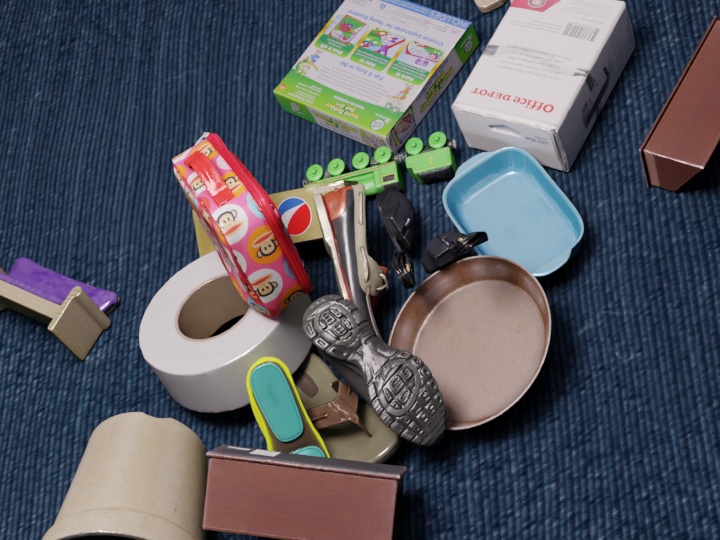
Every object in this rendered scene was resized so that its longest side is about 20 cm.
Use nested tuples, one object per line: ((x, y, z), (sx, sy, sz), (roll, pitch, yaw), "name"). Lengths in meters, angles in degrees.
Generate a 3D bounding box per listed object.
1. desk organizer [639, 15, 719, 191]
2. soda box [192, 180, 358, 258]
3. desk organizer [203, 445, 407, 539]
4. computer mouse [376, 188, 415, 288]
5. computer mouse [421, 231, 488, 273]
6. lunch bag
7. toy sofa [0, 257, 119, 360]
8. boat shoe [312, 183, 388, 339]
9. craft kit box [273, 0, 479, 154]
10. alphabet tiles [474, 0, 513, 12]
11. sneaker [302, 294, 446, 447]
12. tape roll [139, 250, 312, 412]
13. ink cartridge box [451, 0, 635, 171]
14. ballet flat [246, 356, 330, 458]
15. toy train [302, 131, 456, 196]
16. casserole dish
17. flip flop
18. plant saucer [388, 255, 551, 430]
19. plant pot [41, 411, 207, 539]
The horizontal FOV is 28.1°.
((0.395, -0.181, 1.616), (0.076, 0.072, 0.201), (21, 67, 30), "desk organizer")
((-0.098, -0.060, 1.730), (0.198, 0.068, 0.065), (-11, 89, 16), "soda box")
((-0.057, 0.232, 1.468), (0.197, 0.072, 0.078), (6, 90, 8), "desk organizer")
((0.049, -0.039, 1.630), (0.034, 0.059, 0.201), (-24, 30, 8), "computer mouse")
((0.100, -0.029, 1.573), (0.058, 0.200, 0.034), (-27, 88, -10), "computer mouse")
((-0.139, -0.060, 1.584), (0.081, 0.177, 0.200), (-33, 39, -6), "lunch bag")
((-0.407, 0.027, 1.806), (0.199, 0.083, 0.098), (19, 68, 32), "toy sofa")
((0.000, 0.000, 1.632), (0.062, 0.071, 0.202), (-15, 78, -5), "boat shoe")
((0.020, -0.261, 1.849), (0.199, 0.049, 0.198), (26, 68, 35), "craft kit box")
((0.230, -0.412, 1.880), (0.198, 0.015, 0.197), (-26, 52, 5), "alphabet tiles")
((0.021, 0.111, 1.540), (0.076, 0.091, 0.200), (-39, 70, -8), "sneaker")
((-0.152, 0.064, 1.655), (0.200, 0.071, 0.204), (-17, 40, 15), "tape roll")
((0.220, -0.231, 1.715), (0.145, 0.085, 0.201), (17, 64, 32), "ink cartridge box")
((-0.071, 0.189, 1.550), (0.066, 0.067, 0.202), (-19, 86, -2), "ballet flat")
((0.024, -0.118, 1.751), (0.198, 0.042, 0.057), (-14, 64, 14), "toy train")
((0.176, -0.057, 1.644), (0.120, 0.039, 0.201), (-33, 52, -1), "casserole dish")
((-0.033, 0.148, 1.578), (0.081, 0.058, 0.200), (-40, 51, -8), "flip flop")
((0.121, 0.081, 1.554), (0.198, 0.034, 0.202), (-16, 58, 26), "plant saucer")
((-0.237, 0.261, 1.520), (0.198, 0.201, 0.185), (-11, 42, 16), "plant pot")
